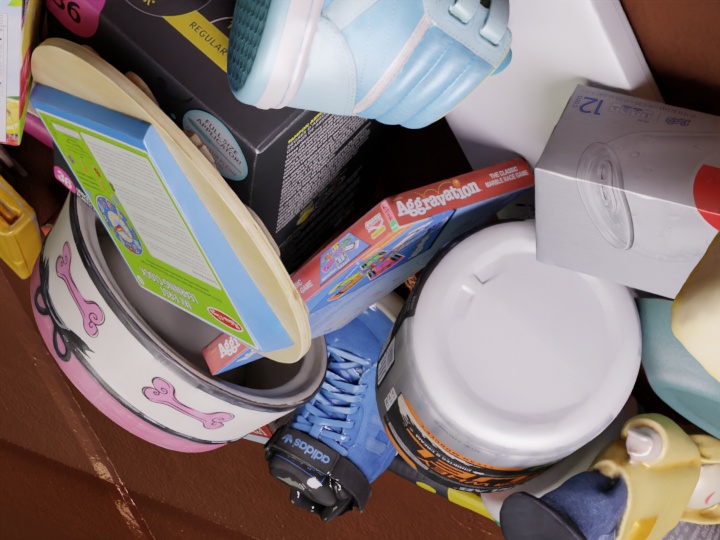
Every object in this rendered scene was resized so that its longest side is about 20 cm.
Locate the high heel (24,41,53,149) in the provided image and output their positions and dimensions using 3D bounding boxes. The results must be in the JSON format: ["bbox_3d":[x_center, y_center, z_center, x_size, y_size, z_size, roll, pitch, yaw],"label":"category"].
[{"bbox_3d":[-0.208,-0.107,1.163,0.199,0.068,0.096,20,152,20],"label":"high heel"}]

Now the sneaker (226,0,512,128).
[{"bbox_3d":[0.026,-0.159,0.792,0.130,0.201,0.080,14,-161,-21],"label":"sneaker"}]

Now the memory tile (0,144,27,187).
[{"bbox_3d":[-0.299,-0.131,1.190,0.153,0.017,0.200,45,173,7],"label":"memory tile"}]

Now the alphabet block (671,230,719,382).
[{"bbox_3d":[0.268,-0.010,0.621,0.195,0.197,0.200,44,150,-6],"label":"alphabet block"}]

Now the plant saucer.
[{"bbox_3d":[0.219,0.076,0.870,0.199,0.036,0.200,28,174,3],"label":"plant saucer"}]

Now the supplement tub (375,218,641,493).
[{"bbox_3d":[0.073,0.054,0.937,0.122,0.123,0.200,37,166,5],"label":"supplement tub"}]

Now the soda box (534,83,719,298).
[{"bbox_3d":[0.182,-0.022,0.799,0.199,0.064,0.069,16,142,19],"label":"soda box"}]

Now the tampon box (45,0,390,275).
[{"bbox_3d":[-0.075,-0.094,0.932,0.150,0.126,0.200,40,155,13],"label":"tampon box"}]

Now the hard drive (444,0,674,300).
[{"bbox_3d":[0.106,-0.068,0.893,0.131,0.027,0.201,5,136,45],"label":"hard drive"}]

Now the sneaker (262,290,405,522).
[{"bbox_3d":[-0.014,0.095,1.159,0.076,0.111,0.201,29,148,17],"label":"sneaker"}]

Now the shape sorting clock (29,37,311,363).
[{"bbox_3d":[-0.093,-0.034,0.854,0.200,0.039,0.200,44,159,22],"label":"shape sorting clock"}]

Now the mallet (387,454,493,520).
[{"bbox_3d":[0.074,0.169,1.240,0.199,0.041,0.066,18,141,40],"label":"mallet"}]

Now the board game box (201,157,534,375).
[{"bbox_3d":[0.000,0.000,0.941,0.200,0.103,0.020,-38,77,49],"label":"board game box"}]

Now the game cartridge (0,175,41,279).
[{"bbox_3d":[-0.305,-0.076,1.267,0.176,0.032,0.200,46,166,1],"label":"game cartridge"}]

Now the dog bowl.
[{"bbox_3d":[-0.118,0.025,1.068,0.200,0.200,0.074,43,115,-7],"label":"dog bowl"}]

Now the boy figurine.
[{"bbox_3d":[0.145,0.132,0.924,0.064,0.199,0.125,32,119,33],"label":"boy figurine"}]

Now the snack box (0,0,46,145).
[{"bbox_3d":[-0.181,-0.187,0.881,0.053,0.201,0.142,8,149,-9],"label":"snack box"}]

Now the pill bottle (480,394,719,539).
[{"bbox_3d":[0.173,0.173,1.053,0.200,0.113,0.113,49,149,-17],"label":"pill bottle"}]

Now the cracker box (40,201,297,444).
[{"bbox_3d":[-0.130,0.032,1.257,0.133,0.058,0.201,9,137,43],"label":"cracker box"}]
